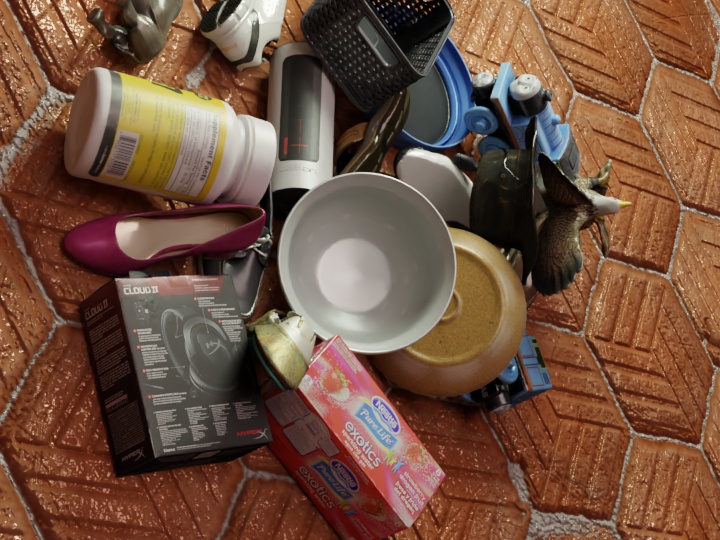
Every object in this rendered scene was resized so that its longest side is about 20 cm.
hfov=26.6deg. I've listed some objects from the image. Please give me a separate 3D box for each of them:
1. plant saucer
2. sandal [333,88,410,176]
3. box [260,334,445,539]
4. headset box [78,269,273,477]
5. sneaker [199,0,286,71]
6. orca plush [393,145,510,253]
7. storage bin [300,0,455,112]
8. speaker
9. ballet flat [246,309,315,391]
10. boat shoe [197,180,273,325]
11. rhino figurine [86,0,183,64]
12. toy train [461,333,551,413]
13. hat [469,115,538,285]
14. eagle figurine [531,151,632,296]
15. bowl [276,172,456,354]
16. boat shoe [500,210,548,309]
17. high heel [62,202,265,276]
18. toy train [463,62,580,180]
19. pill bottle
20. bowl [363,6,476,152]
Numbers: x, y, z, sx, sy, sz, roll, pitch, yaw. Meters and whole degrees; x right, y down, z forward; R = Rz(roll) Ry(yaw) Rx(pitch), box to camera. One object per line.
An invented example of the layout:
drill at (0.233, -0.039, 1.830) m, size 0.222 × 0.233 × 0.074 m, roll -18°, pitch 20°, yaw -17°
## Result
plant saucer at (0.093, 0.042, 1.746) m, size 0.198 × 0.035 × 0.202 m, roll 0°, pitch 75°, yaw 1°
sandal at (0.000, -0.148, 1.813) m, size 0.054 × 0.082 × 0.201 m, roll 21°, pitch 66°, yaw 15°
box at (-0.017, 0.183, 1.614) m, size 0.201 × 0.099 × 0.096 m, roll 52°, pitch 44°, yaw -9°
headset box at (-0.186, 0.092, 1.517) m, size 0.148 × 0.077 × 0.202 m, roll -3°, pitch 71°, yaw -44°
sneaker at (-0.121, -0.313, 1.801) m, size 0.080 × 0.073 × 0.201 m, roll 54°, pitch 46°, yaw -29°
orca plush at (0.118, -0.103, 1.906) m, size 0.198 × 0.106 × 0.071 m, roll 17°, pitch 21°, yaw -21°
storage bin at (0.023, -0.296, 1.809) m, size 0.136 × 0.093 × 0.200 m, roll 52°, pitch 32°, yaw -17°
speaker at (-0.070, -0.158, 1.752) m, size 0.081 × 0.081 × 0.202 m, roll 22°, pitch 56°, yaw -34°
ballet flat at (-0.078, 0.073, 1.552) m, size 0.070 × 0.200 × 0.071 m, roll -1°, pitch 95°, yaw -10°
boat shoe at (-0.128, -0.036, 1.646) m, size 0.072 × 0.063 × 0.202 m, roll 20°, pitch 57°, yaw -35°
rhino figurine at (-0.230, -0.309, 1.689) m, size 0.088 × 0.059 × 0.201 m, roll 56°, pitch 39°, yaw -35°
toy train at (0.150, 0.074, 1.830) m, size 0.114 × 0.086 × 0.202 m, roll 0°, pitch 66°, yaw -52°
hat at (0.169, -0.085, 1.817) m, size 0.080 × 0.201 × 0.202 m, roll 2°, pitch 61°, yaw 1°
eagle figurine at (0.257, -0.074, 1.863) m, size 0.152 × 0.151 × 0.200 m, roll 55°, pitch 36°, yaw 5°
bowl at (0.000, 0.000, 1.684) m, size 0.199 × 0.090 × 0.203 m, roll 2°, pitch 78°, yaw -11°
boat shoe at (0.225, -0.020, 1.961) m, size 0.075 × 0.075 × 0.203 m, roll 44°, pitch 46°, yaw -17°
high heel at (-0.196, -0.040, 1.540) m, size 0.198 × 0.096 × 0.068 m, roll 4°, pitch 66°, yaw -25°
toy train at (0.211, -0.179, 1.970) m, size 0.201 × 0.113 × 0.087 m, roll 62°, pitch 35°, yaw -40°
pill bottle at (-0.195, -0.131, 1.570) m, size 0.198 × 0.114 × 0.115 m, roll 13°, pitch 60°, yaw -25°
bowl at (0.064, -0.242, 1.948) m, size 0.199 × 0.039 × 0.202 m, roll 21°, pitch 56°, yaw -35°
